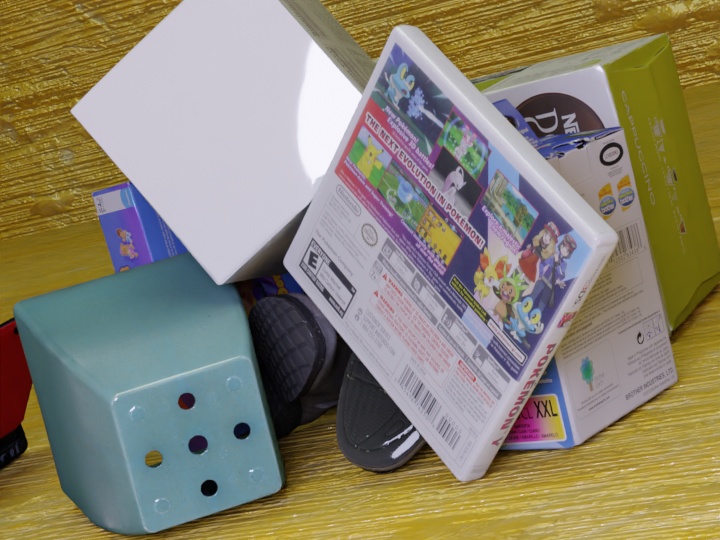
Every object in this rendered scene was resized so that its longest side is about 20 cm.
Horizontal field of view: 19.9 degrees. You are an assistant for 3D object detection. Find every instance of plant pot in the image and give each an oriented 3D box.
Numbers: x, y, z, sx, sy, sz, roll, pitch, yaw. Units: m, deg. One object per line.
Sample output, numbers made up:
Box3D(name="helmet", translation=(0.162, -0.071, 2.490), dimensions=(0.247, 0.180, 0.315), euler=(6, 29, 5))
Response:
Box3D(name="plant pot", translation=(-0.125, 0.085, 1.312), dimensions=(0.141, 0.142, 0.200), euler=(-17, 14, -14))

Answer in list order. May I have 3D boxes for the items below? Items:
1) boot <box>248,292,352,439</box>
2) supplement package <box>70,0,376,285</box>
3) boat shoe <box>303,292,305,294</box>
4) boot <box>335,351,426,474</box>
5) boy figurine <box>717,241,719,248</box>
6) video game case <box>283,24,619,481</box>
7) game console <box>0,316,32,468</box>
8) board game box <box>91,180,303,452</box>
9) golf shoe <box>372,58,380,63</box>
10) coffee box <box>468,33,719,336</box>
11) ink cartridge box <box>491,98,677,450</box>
Box3D(name="boot", translation=(-0.007, 0.045, 1.391), dimensions=(0.131, 0.070, 0.200), euler=(-21, -13, -17))
Box3D(name="supplement package", translation=(-0.064, -0.098, 1.367), dimensions=(0.152, 0.151, 0.200), euler=(-42, -6, 9))
Box3D(name="boat shoe", translation=(0.000, 0.000, 1.456), dimensions=(0.060, 0.072, 0.201), euler=(-2, -30, -39))
Box3D(name="boot", translation=(0.055, 0.063, 1.331), dimensions=(0.073, 0.204, 0.154), euler=(16, -24, 19))
Box3D(name="boy figurine", translation=(0.199, -0.034, 1.680), dimensions=(0.199, 0.125, 0.064), euler=(24, 1, 25))
Box3D(name="video game case", translation=(0.045, -0.011, 1.189), dimensions=(0.023, 0.183, 0.200), euler=(-5, 43, -41))
Box3D(name="game console", translation=(-0.334, 0.115, 1.564), dimensions=(0.172, 0.119, 0.200), euler=(-12, 7, 16))
Box3D(name="board game box", translation=(-0.107, 0.018, 1.508), dimensions=(0.045, 0.201, 0.134), euler=(-11, 7, 45))
Box3D(name="golf shoe", translation=(0.000, -0.140, 1.566), dimensions=(0.097, 0.078, 0.200), euler=(-35, -3, -4))
Box3D(name="coffee box", translation=(0.142, -0.050, 1.535), dimensions=(0.197, 0.201, 0.200), euler=(-12, 7, 24))
Box3D(name="ink cartridge box", translation=(0.115, -0.006, 1.251), dimensions=(0.076, 0.201, 0.136), euler=(-6, 11, 37))
